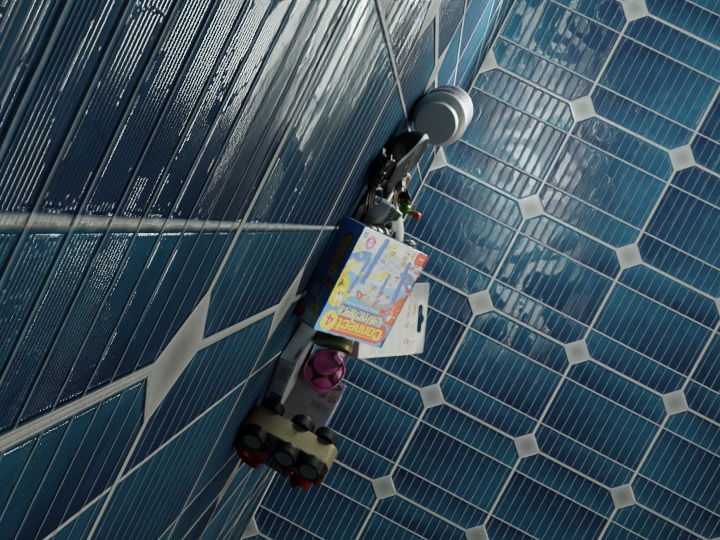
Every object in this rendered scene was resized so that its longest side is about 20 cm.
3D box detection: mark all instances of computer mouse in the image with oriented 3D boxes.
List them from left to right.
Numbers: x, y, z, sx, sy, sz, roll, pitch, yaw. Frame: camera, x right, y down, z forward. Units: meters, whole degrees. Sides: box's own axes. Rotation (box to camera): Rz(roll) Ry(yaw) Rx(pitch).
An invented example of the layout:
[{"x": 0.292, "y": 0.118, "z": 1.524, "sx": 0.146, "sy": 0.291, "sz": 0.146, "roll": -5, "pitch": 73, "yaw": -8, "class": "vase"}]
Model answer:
[{"x": 0.058, "y": -0.201, "z": 1.419, "sx": 0.200, "sy": 0.053, "sz": 0.139, "roll": -45, "pitch": 164, "yaw": -42, "class": "computer mouse"}, {"x": 0.072, "y": -0.102, "z": 1.585, "sx": 0.110, "sy": 0.044, "sz": 0.200, "roll": -101, "pitch": -161, "yaw": -54, "class": "computer mouse"}]

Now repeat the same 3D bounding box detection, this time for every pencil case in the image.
[{"x": -0.070, "y": 0.202, "z": 1.589, "sx": 0.094, "sy": 0.091, "sz": 0.200, "roll": -29, "pitch": 175, "yaw": -6, "class": "pencil case"}]

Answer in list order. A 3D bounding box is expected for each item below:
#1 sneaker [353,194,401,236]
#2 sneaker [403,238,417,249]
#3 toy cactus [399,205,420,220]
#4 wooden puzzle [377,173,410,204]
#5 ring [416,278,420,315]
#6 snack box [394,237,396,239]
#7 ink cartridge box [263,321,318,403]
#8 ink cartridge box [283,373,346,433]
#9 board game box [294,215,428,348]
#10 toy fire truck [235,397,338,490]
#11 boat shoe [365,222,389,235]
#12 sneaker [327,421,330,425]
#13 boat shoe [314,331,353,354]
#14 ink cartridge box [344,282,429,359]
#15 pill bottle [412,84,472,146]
[{"x": 0.021, "y": -0.074, "z": 1.543, "sx": 0.076, "sy": 0.080, "sz": 0.200, "roll": -63, "pitch": 178, "yaw": -29, "class": "sneaker"}, {"x": 0.037, "y": -0.022, "z": 1.800, "sx": 0.200, "sy": 0.078, "sz": 0.085, "roll": -26, "pitch": -154, "yaw": 5, "class": "sneaker"}, {"x": 0.075, "y": -0.126, "z": 1.980, "sx": 0.165, "sy": 0.102, "sz": 0.200, "roll": -54, "pitch": -173, "yaw": 11, "class": "toy cactus"}, {"x": 0.029, "y": -0.110, "z": 1.722, "sx": 0.200, "sy": 0.046, "sz": 0.185, "roll": -53, "pitch": 170, "yaw": -45, "class": "wooden puzzle"}, {"x": 0.051, "y": 0.063, "z": 1.665, "sx": 0.019, "sy": 0.200, "sz": 0.201, "roll": 14, "pitch": -106, "yaw": 61, "class": "ring"}, {"x": 0.000, "y": 0.000, "z": 1.547, "sx": 0.200, "sy": 0.024, "sz": 0.072, "roll": -29, "pitch": -156, "yaw": 45, "class": "snack box"}, {"x": -0.122, "y": 0.165, "z": 1.562, "sx": 0.200, "sy": 0.043, "sz": 0.196, "roll": -58, "pitch": 174, "yaw": -41, "class": "ink cartridge box"}, {"x": -0.120, "y": 0.286, "z": 1.707, "sx": 0.200, "sy": 0.136, "sz": 0.076, "roll": -62, "pitch": 178, "yaw": -12, "class": "ink cartridge box"}, {"x": 0.006, "y": 0.026, "z": 1.385, "sx": 0.200, "sy": 0.056, "sz": 0.196, "roll": 21, "pitch": 98, "yaw": -49, "class": "board game box"}, {"x": -0.148, "y": 0.352, "z": 1.477, "sx": 0.200, "sy": 0.176, "sz": 0.129, "roll": -65, "pitch": 176, "yaw": 39, "class": "toy fire truck"}, {"x": -0.028, "y": -0.011, "z": 1.457, "sx": 0.200, "sy": 0.076, "sz": 0.074, "roll": -55, "pitch": 151, "yaw": 17, "class": "boat shoe"}, {"x": -0.094, "y": 0.286, "z": 1.846, "sx": 0.146, "sy": 0.081, "sz": 0.200, "roll": -42, "pitch": -155, "yaw": -22, "class": "sneaker"}, {"x": -0.045, "y": 0.121, "z": 1.514, "sx": 0.201, "sy": 0.073, "sz": 0.063, "roll": 140, "pitch": -33, "yaw": -88, "class": "boat shoe"}, {"x": 0.059, "y": 0.101, "z": 1.647, "sx": 0.200, "sy": 0.047, "sz": 0.160, "roll": 1, "pitch": 96, "yaw": -43, "class": "ink cartridge box"}, {"x": 0.170, "y": -0.319, "z": 1.607, "sx": 0.111, "sy": 0.111, "sz": 0.200, "roll": -64, "pitch": 177, "yaw": 24, "class": "pill bottle"}]
